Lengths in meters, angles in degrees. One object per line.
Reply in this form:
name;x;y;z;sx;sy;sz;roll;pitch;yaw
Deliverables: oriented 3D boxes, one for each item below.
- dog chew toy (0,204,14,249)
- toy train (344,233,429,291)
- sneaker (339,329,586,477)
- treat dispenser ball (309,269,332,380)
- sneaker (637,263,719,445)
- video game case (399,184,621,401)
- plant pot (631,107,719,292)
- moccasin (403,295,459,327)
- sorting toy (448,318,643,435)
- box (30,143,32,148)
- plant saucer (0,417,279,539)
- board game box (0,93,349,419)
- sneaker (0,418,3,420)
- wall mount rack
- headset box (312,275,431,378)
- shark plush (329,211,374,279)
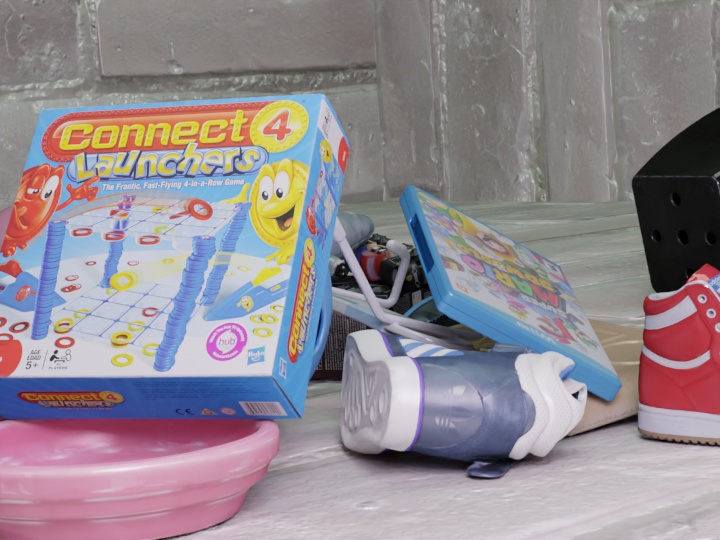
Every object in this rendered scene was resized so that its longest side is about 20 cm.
dog chew toy;-0.281;0.030;1.524;0.124;0.125;0.200;-7;-30;-35
toy train;0.022;-0.005;1.556;0.046;0.034;0.200;-16;10;-11
sneaker;0.070;0.085;1.176;0.146;0.081;0.200;4;0;-11
treat dispenser ball;-0.119;0.022;1.239;0.200;0.202;0.201;-3;5;0
sneaker;0.267;0.053;1.146;0.199;0.113;0.071;0;7;31
video game case;0.103;0.012;1.284;0.143;0.018;0.200;28;18;-17
plant pot;0.412;-0.062;1.962;0.177;0.201;0.199;-19;13;-32
moccasin;0.107;0.050;1.460;0.068;0.081;0.199;14;18;41
sorting toy;0.146;0.074;1.327;0.184;0.037;0.200;-13;19;-33
box;-0.177;-0.011;1.454;0.049;0.201;0.161;-35;-32;21
plant saucer;-0.145;0.118;1.041;0.199;0.051;0.201;-2;5;0
board game box;-0.120;-0.008;1.099;0.199;0.197;0.056;-2;-32;18
sneaker;-0.254;0.073;1.422;0.199;0.082;0.088;-2;0;-41
wall mount rack;0.000;0.000;1.338;0.173;0.075;0.200;15;2;-38
headset box;-0.042;0.048;1.589;0.199;0.078;0.149;-2;5;21
shark plush;-0.043;-0.017;1.509;0.083;0.091;0.200;15;13;5
